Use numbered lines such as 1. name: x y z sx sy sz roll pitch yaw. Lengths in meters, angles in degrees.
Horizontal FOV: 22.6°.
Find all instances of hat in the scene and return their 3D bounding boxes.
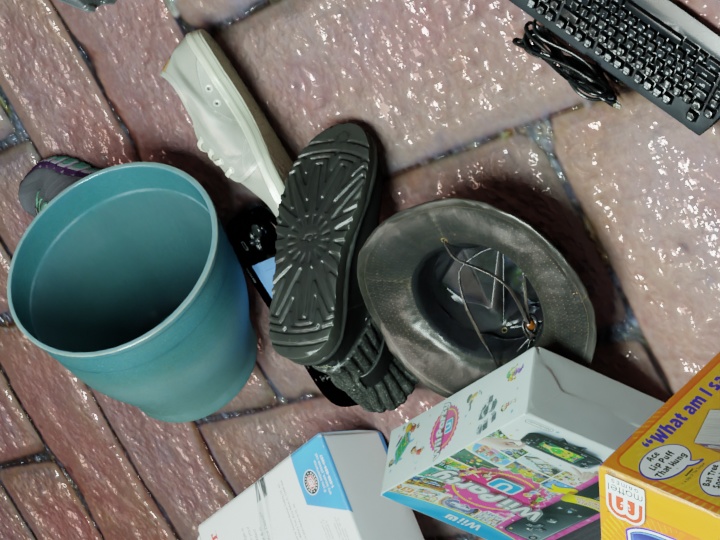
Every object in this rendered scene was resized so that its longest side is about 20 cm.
1. hat: 0.100 0.008 1.385 0.200 0.081 0.201 18 132 21

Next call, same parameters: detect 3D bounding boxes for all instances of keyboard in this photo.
1. keyboard: 0.160 -0.155 1.218 0.200 0.040 0.104 39 141 21

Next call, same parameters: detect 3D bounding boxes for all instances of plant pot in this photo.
1. plant pot: -0.185 0.038 1.626 0.200 0.200 0.188 24 159 34

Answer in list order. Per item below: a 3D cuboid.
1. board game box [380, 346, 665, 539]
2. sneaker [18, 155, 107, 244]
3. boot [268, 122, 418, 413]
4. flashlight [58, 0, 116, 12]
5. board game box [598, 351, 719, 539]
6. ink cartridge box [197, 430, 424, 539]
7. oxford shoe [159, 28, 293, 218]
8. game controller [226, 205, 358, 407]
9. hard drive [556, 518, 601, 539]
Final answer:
1. board game box: 0.132 0.143 1.398 0.147 0.064 0.200 25 146 -22
2. sneaker: -0.290 -0.062 1.751 0.200 0.088 0.075 4 121 46
3. boot: -0.002 0.000 1.482 0.079 0.211 0.158 4 165 33
4. flashlight: -0.307 -0.287 1.606 0.200 0.068 0.068 27 133 34
5. board game box: 0.300 0.188 1.204 0.200 0.200 0.200 22 133 36
6. ink cartridge box: -0.045 0.256 1.659 0.200 0.086 0.147 -40 62 38
7. oxford shoe: -0.103 -0.107 1.512 0.200 0.058 0.075 58 -171 2
8. game controller: -0.050 0.033 1.602 0.104 0.042 0.200 -23 100 53
9. hard drive: 0.222 0.230 1.459 0.135 0.042 0.200 52 144 3
